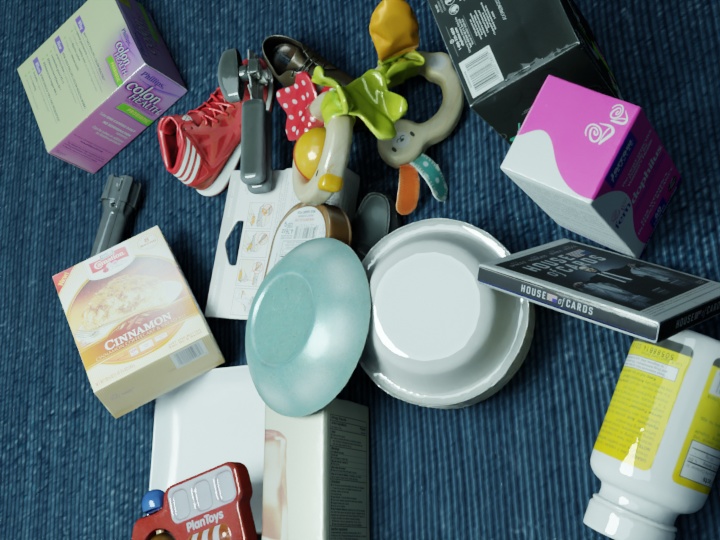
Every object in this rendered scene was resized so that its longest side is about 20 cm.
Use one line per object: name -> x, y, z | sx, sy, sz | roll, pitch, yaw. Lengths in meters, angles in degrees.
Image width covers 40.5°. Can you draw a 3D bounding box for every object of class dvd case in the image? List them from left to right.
dvd case -> 0.236, 0.014, 0.945 | 0.199, 0.150, 0.025 | 21, 116, 41

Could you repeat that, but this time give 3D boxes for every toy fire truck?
toy fire truck -> -0.194, 0.325, 1.125 | 0.199, 0.112, 0.169 | -26, 67, 29

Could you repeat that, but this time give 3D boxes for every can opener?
can opener -> -0.142, -0.192, 1.246 | 0.066, 0.053, 0.201 | -11, 67, 11

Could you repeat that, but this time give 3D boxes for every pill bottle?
pill bottle -> 0.281, 0.157, 0.912 | 0.111, 0.111, 0.201 | 20, 85, 32

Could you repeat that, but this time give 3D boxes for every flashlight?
flashlight -> -0.358, -0.031, 1.367 | 0.067, 0.068, 0.201 | 7, 75, 21

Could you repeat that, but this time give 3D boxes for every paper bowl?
paper bowl -> 0.081, 0.044, 1.040 | 0.199, 0.104, 0.202 | -3, 79, 16

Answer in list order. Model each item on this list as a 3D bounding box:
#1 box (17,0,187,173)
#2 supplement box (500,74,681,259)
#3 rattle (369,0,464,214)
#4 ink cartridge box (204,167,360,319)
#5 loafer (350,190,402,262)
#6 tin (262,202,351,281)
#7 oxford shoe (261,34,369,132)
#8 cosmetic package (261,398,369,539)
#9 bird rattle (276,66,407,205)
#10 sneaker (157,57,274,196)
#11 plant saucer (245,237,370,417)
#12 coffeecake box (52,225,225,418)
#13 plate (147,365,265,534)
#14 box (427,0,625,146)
box -> -0.380, -0.279, 1.428 | 0.200, 0.097, 0.176 | -38, 61, 16
supplement box -> 0.232, -0.096, 0.960 | 0.103, 0.200, 0.102 | 28, 91, 33
rattle -> 0.058, -0.185, 1.120 | 0.129, 0.143, 0.201 | 10, 69, -5
ink cartridge box -> -0.098, -0.029, 1.223 | 0.175, 0.045, 0.201 | 2, 77, 31
loafer -> 0.000, 0.000, 1.143 | 0.068, 0.070, 0.202 | 10, 81, 31
tin -> -0.070, 0.015, 1.130 | 0.112, 0.042, 0.201 | -1, 74, 52
oxford shoe -> -0.057, -0.237, 1.236 | 0.200, 0.084, 0.073 | 34, 90, 28
cosmetic package -> -0.049, 0.247, 1.082 | 0.087, 0.103, 0.201 | -9, 70, 30
bird rattle -> -0.049, -0.156, 1.109 | 0.200, 0.112, 0.164 | -2, 75, 58
sneaker -> -0.191, -0.204, 1.285 | 0.078, 0.115, 0.201 | 19, 86, 33
plant saucer -> -0.072, 0.056, 1.059 | 0.200, 0.039, 0.202 | -20, 61, 42
coffeecake box -> -0.284, 0.061, 1.239 | 0.153, 0.073, 0.200 | -27, 53, -8
plate -> -0.172, 0.220, 1.202 | 0.199, 0.032, 0.201 | -7, 74, 28
box -> 0.182, -0.220, 1.025 | 0.124, 0.200, 0.149 | -28, 64, 22
